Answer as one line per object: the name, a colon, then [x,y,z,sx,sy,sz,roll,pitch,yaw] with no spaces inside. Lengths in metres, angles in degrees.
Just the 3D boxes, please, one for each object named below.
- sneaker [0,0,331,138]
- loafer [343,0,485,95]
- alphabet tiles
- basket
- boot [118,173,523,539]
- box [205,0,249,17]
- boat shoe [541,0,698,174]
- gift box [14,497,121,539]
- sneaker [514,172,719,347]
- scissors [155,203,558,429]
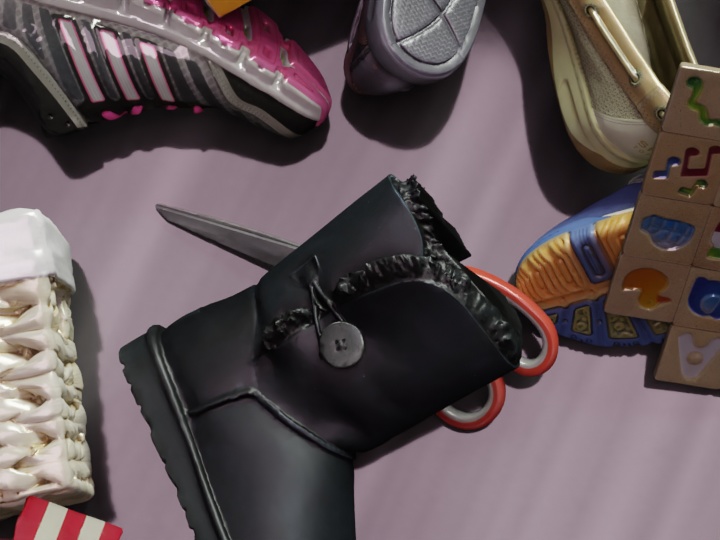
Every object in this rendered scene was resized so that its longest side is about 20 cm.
sneaker: [-0.113,-0.097,1.097,0.199,0.074,0.088,21,112,-15]
loafer: [0.038,-0.171,1.116,0.072,0.063,0.201,32,63,-20]
alphabet tiles: [0.206,-0.022,1.052,0.166,0.006,0.201,9,124,-7]
basket: [-0.219,0.059,1.036,0.199,0.136,0.124,-12,83,-3]
boot: [0.002,0.075,1.049,0.168,0.076,0.201,-30,76,12]
box: [-0.020,-0.200,1.085,0.199,0.041,0.119,-29,46,11]
boat shoe: [0.111,-0.148,1.077,0.073,0.063,0.202,-4,75,-37]
gift box: [-0.145,0.210,0.915,0.199,0.185,0.188,0,115,-5]
sneaker: [0.166,-0.031,1.101,0.199,0.088,0.075,-20,125,11]
scissors: [0.000,0.000,1.102,0.200,0.014,0.073,35,109,7]
